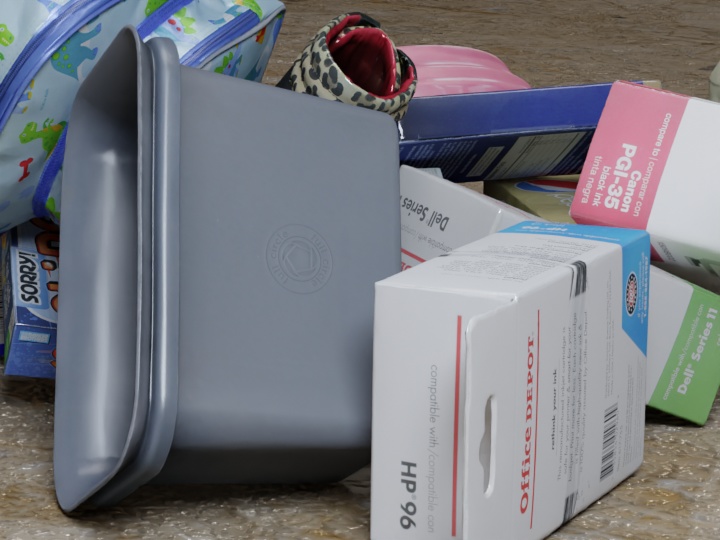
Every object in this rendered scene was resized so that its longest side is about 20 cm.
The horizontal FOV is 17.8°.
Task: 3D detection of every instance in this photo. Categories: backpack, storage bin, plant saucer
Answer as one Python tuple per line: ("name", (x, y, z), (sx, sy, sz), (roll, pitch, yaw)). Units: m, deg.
("backpack", (-0.143, -0.101, 1.162), (0.147, 0.183, 0.200), (40, 36, 14))
("storage bin", (-0.059, 0.010, 1.031), (0.134, 0.201, 0.146), (8, -21, -21))
("plant saucer", (0.022, -0.101, 1.496), (0.200, 0.051, 0.201), (-6, -11, -1))

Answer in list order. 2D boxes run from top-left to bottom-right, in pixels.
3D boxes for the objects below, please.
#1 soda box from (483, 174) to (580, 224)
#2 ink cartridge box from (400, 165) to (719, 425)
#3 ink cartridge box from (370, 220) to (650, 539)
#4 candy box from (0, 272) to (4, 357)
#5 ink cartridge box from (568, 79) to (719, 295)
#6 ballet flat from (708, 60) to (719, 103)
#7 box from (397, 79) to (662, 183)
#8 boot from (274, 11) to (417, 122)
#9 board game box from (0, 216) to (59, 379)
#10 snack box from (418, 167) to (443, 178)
("soda box", (0.128, -0.016, 1.437), (0.067, 0.064, 0.200), (-1, 12, -9))
("ink cartridge box", (0.079, 0.005, 1.150), (0.199, 0.068, 0.117), (20, 4, -28))
("ink cartridge box", (0.059, 0.052, 0.988), (0.068, 0.117, 0.200), (6, 13, 26))
("candy box", (-0.207, -0.012, 1.372), (0.169, 0.077, 0.200), (-10, 15, -37))
("ink cartridge box", (0.231, -0.022, 1.228), (0.199, 0.083, 0.146), (16, -11, 25))
("ballet flat", (0.279, -0.054, 1.333), (0.200, 0.070, 0.069), (39, 32, 30))
("box", (0.076, -0.081, 1.415), (0.199, 0.033, 0.121), (-6, -11, -11))
("boot", (-0.021, -0.066, 1.196), (0.073, 0.154, 0.204), (40, 25, 1))
("board game box", (-0.127, -0.010, 1.238), (0.135, 0.035, 0.200), (7, 34, -16))
("snack box", (0.000, 0.000, 1.300), (0.116, 0.037, 0.200), (-1, 28, -5))
